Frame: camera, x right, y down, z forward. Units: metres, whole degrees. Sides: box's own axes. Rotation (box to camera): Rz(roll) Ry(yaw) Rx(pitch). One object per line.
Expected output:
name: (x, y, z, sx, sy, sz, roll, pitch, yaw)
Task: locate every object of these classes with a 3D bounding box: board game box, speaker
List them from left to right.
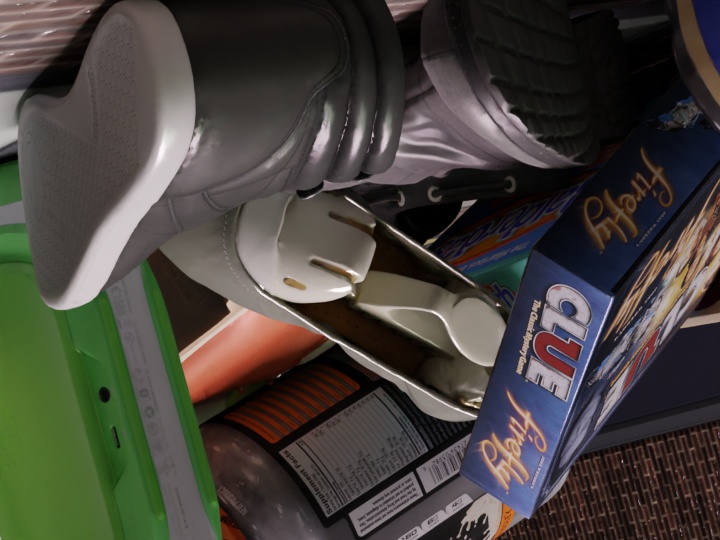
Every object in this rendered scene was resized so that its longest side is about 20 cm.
speaker: (-0.108, 0.060, 0.896, 0.088, 0.201, 0.088, -15, 176, -1)
board game box: (0.107, -0.033, 1.062, 0.200, 0.045, 0.152, -44, -166, -36)
board game box: (0.115, -0.015, 0.883, 0.200, 0.034, 0.136, -47, 161, -36)

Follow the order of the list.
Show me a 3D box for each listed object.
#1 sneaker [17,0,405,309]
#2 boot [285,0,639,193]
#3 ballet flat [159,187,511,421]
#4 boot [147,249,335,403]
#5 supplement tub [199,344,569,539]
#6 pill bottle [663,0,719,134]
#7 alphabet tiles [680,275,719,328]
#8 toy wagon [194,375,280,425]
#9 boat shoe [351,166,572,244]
sneaker: (-0.047, -0.037, 0.737, 0.098, 0.071, 0.200, -9, 169, -23)
boot: (0.019, -0.055, 0.828, 0.131, 0.070, 0.200, -12, 173, 17)
ballet flat: (0.000, 0.000, 0.929, 0.199, 0.068, 0.064, 33, 163, -31)
boot: (-0.080, 0.038, 1.063, 0.199, 0.075, 0.107, -36, 147, 8)
supplement tub: (-0.006, 0.101, 1.108, 0.199, 0.123, 0.122, -30, -177, -29)
pill bottle: (0.160, -0.089, 0.566, 0.111, 0.113, 0.200, -14, 175, -18)
alphabet tiles: (0.165, -0.034, 1.056, 0.200, 0.008, 0.167, -45, -164, -27)
toy wagon: (-0.138, 0.051, 1.164, 0.199, 0.040, 0.155, -16, -145, -34)
boat shoe: (0.021, -0.040, 1.068, 0.068, 0.057, 0.199, -13, 175, -38)
